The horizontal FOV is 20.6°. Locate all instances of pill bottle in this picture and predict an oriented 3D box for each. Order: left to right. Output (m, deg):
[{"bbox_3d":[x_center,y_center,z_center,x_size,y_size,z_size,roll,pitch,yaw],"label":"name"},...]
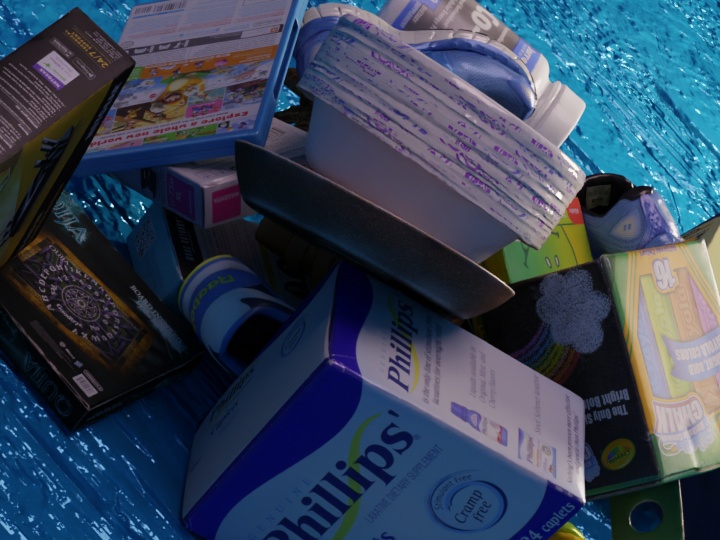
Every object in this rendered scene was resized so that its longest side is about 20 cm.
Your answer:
[{"bbox_3d":[0.099,-0.177,1.801,0.200,0.114,0.114,38,32,-6],"label":"pill bottle"}]

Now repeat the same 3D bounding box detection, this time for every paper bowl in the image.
[{"bbox_3d":[0.043,-0.078,1.335,0.200,0.105,0.201,35,2,-1],"label":"paper bowl"}]

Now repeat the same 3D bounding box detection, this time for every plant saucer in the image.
[{"bbox_3d":[0.002,-0.020,1.240,0.200,0.035,0.200,29,-3,2],"label":"plant saucer"}]

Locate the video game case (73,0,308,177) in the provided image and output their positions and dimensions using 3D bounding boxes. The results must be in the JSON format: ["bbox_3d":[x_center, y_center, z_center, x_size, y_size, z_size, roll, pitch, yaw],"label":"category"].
[{"bbox_3d":[-0.120,-0.142,1.431,0.201,0.142,0.018,-77,155,-49],"label":"video game case"}]

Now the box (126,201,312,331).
[{"bbox_3d":[-0.070,0.012,1.453,0.199,0.049,0.083,15,40,-36],"label":"box"}]

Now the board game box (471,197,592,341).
[{"bbox_3d":[0.135,0.050,1.455,0.101,0.047,0.201,-5,79,-46],"label":"board game box"}]

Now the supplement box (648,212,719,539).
[{"bbox_3d":[0.280,0.086,1.595,0.201,0.134,0.200,57,23,-3],"label":"supplement box"}]

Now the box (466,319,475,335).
[{"bbox_3d":[0.131,0.046,1.562,0.120,0.041,0.200,63,16,-2],"label":"box"}]

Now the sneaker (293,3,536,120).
[{"bbox_3d":[0.041,-0.135,1.516,0.199,0.079,0.090,9,54,-17],"label":"sneaker"}]

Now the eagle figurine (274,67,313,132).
[{"bbox_3d":[0.005,-0.092,1.618,0.200,0.150,0.152,46,60,-56],"label":"eagle figurine"}]

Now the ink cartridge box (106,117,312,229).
[{"bbox_3d":[-0.123,-0.090,1.442,0.119,0.042,0.200,-18,33,-35],"label":"ink cartridge box"}]

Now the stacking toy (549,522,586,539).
[{"bbox_3d":[0.126,0.208,1.398,0.109,0.116,0.200,26,24,-28],"label":"stacking toy"}]

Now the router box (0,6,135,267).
[{"bbox_3d":[-0.230,-0.047,1.180,0.052,0.200,0.157,42,49,3],"label":"router box"}]

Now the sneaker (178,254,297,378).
[{"bbox_3d":[-0.037,0.068,1.372,0.199,0.074,0.082,30,9,-26],"label":"sneaker"}]

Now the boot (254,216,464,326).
[{"bbox_3d":[0.000,0.000,1.385,0.155,0.077,0.200,34,12,-3],"label":"boot"}]

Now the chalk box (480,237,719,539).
[{"bbox_3d":[0.182,0.093,1.364,0.124,0.124,0.201,-9,84,-45],"label":"chalk box"}]

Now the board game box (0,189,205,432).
[{"bbox_3d":[-0.209,0.008,1.328,0.200,0.028,0.135,48,32,11],"label":"board game box"}]

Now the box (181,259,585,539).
[{"bbox_3d":[0.015,0.124,1.285,0.199,0.184,0.105,30,35,-17],"label":"box"}]

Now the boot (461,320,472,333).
[{"bbox_3d":[0.060,0.059,1.539,0.097,0.074,0.201,47,19,-40],"label":"boot"}]

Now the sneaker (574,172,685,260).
[{"bbox_3d":[0.192,-0.032,1.535,0.078,0.200,0.090,-18,92,-19],"label":"sneaker"}]
